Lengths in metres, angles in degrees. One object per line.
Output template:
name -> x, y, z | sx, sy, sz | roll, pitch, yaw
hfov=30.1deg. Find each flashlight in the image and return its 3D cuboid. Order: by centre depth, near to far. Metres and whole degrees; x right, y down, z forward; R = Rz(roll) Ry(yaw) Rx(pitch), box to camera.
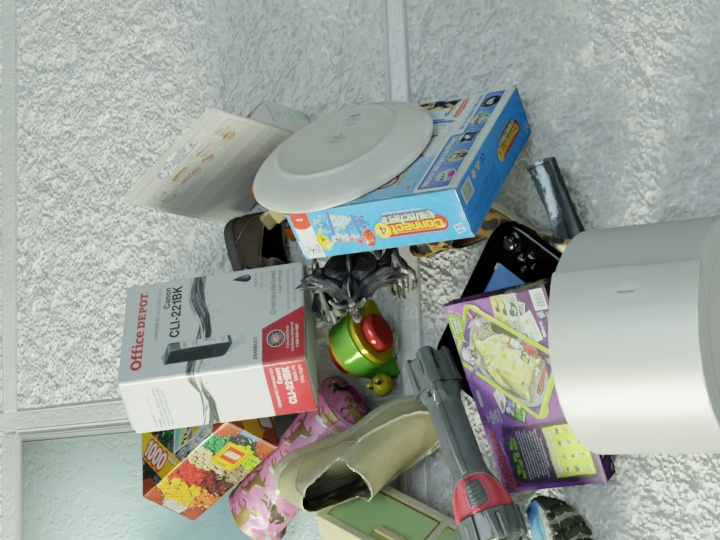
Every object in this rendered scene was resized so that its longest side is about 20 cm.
flashlight -> 0.100, 0.177, 1.313 | 0.068, 0.067, 0.202 | -45, 54, 41

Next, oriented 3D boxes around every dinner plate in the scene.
dinner plate -> -0.022, -0.125, 1.364 | 0.198, 0.201, 0.024 | 2, 128, 36

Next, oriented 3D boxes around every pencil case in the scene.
pencil case -> -0.065, 0.210, 1.466 | 0.201, 0.086, 0.083 | -51, 38, 20

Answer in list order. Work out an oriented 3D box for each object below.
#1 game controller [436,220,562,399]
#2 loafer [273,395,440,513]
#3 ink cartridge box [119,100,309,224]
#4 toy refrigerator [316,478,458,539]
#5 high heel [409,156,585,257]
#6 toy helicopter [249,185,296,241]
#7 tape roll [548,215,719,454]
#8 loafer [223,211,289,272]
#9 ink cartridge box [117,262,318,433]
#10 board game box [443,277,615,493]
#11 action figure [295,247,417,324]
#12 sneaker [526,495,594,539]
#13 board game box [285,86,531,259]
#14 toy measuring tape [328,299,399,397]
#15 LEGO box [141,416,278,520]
game controller -> 0.144, 0.049, 1.325 | 0.104, 0.042, 0.202 | 44, 131, 27
loafer -> 0.009, 0.197, 1.381 | 0.198, 0.076, 0.069 | -26, 35, -1
ink cartridge box -> -0.164, -0.128, 1.512 | 0.161, 0.199, 0.050 | -43, 62, 23
toy refrigerator -> 0.054, 0.284, 1.361 | 0.198, 0.076, 0.071 | 22, 137, 36
high heel -> 0.142, -0.010, 1.362 | 0.199, 0.071, 0.144 | -27, 78, 34
toy helicopter -> -0.059, -0.091, 1.450 | 0.132, 0.200, 0.079 | -40, 96, 11
tape roll -> 0.269, 0.059, 1.173 | 0.138, 0.202, 0.206 | -5, 81, 34
loafer -> -0.100, 0.016, 1.525 | 0.071, 0.073, 0.202 | -32, 67, 28
ink cartridge box -> -0.149, 0.081, 1.410 | 0.197, 0.084, 0.145 | -9, 43, 4
board game box -> 0.163, 0.115, 1.300 | 0.119, 0.032, 0.203 | -14, 99, 33
action figure -> 0.000, 0.000, 1.397 | 0.117, 0.103, 0.201 | -10, 34, 11
sneaker -> 0.181, 0.318, 1.280 | 0.089, 0.078, 0.203 | -19, 73, 36
board game box -> 0.052, -0.100, 1.356 | 0.194, 0.201, 0.056 | -7, 122, 32
toy measuring tape -> -0.014, 0.047, 1.461 | 0.073, 0.073, 0.202 | -35, 66, 27
LEGO box -> -0.175, 0.153, 1.512 | 0.149, 0.077, 0.201 | -43, 35, 24
